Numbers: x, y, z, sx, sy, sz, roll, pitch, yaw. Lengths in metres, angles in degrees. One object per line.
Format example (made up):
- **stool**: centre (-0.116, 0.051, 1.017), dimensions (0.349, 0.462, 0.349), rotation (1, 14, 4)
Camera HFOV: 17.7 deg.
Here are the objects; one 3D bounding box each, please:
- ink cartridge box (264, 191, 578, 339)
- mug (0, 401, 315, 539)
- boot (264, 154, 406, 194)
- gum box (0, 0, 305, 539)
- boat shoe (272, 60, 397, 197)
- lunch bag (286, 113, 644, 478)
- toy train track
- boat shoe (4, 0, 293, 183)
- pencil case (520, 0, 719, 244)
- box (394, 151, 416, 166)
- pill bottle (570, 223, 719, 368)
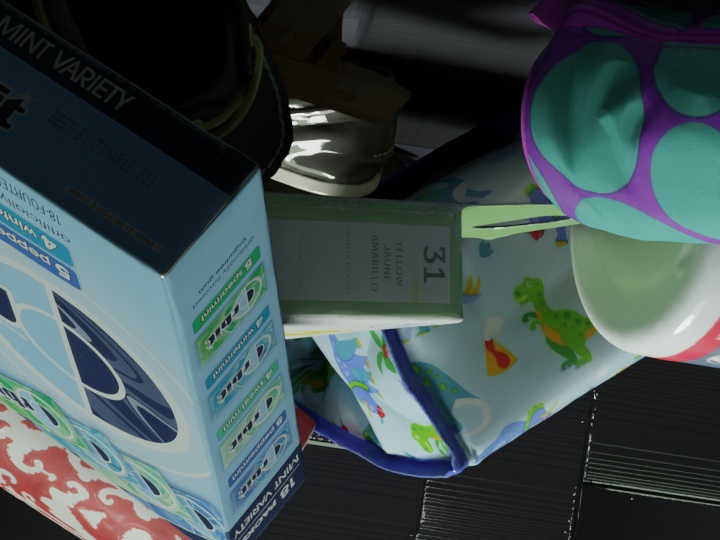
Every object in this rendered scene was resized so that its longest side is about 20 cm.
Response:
- **ink cartridge box**: centre (0.000, 0.000, 0.837), dimensions (0.199, 0.048, 0.145), rotation (3, 175, -29)
- **mug**: centre (-0.126, 0.053, 1.085), dimensions (0.200, 0.134, 0.178), rotation (37, 157, -2)
- **boot**: centre (-0.068, -0.051, 1.140), dimensions (0.199, 0.071, 0.146), rotation (18, -168, 1)
- **gum box**: centre (-0.100, -0.008, 0.699), dimensions (0.169, 0.045, 0.200), rotation (33, 158, 18)
- **boat shoe**: centre (-0.079, -0.086, 1.043), dimensions (0.198, 0.057, 0.067), rotation (13, -148, -4)
- **lunch bag**: centre (0.046, 0.009, 1.112), dimensions (0.169, 0.128, 0.200), rotation (-29, -174, -20)
- **toy train track**: centre (-0.056, -0.069, 0.898), dimensions (0.114, 0.033, 0.200), rotation (16, 146, -23)
- **boat shoe**: centre (-0.066, -0.068, 0.710), dimensions (0.060, 0.072, 0.201), rotation (27, 172, 31)
- **pencil case**: centre (0.139, -0.051, 0.724), dimensions (0.199, 0.085, 0.093), rotation (3, 131, 55)
- **box**: centre (-0.093, -0.067, 1.348), dimensions (0.199, 0.050, 0.198), rotation (6, 177, 24)
- **pill bottle**: centre (0.194, -0.014, 0.904), dimensions (0.199, 0.121, 0.119), rotation (9, 177, -24)
